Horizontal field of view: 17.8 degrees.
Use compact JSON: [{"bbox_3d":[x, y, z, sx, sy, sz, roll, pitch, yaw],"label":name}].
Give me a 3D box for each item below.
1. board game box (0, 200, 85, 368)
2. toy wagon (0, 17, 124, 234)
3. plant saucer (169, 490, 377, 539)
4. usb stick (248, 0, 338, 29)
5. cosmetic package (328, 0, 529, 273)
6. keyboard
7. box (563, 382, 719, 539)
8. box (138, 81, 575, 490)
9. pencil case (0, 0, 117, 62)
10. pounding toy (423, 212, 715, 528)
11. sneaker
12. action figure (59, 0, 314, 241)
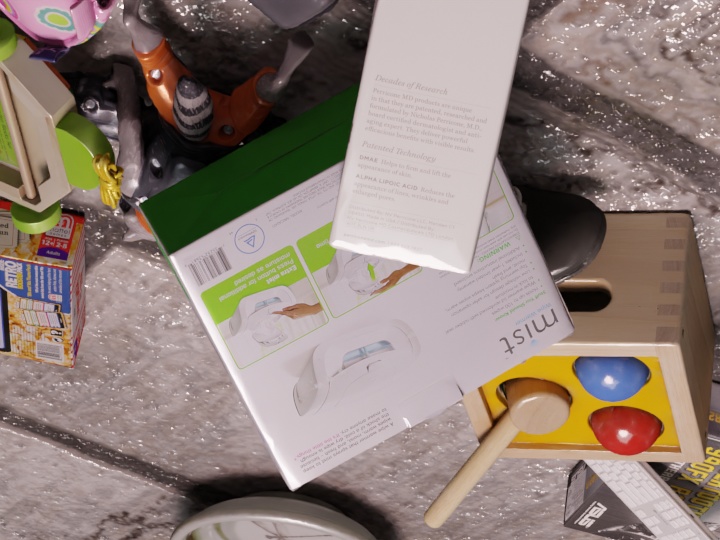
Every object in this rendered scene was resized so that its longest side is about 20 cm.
[{"bbox_3d":[-0.298,0.000,1.646,0.198,0.047,0.152,11,149,-1],"label":"board game box"},{"bbox_3d":[-0.218,-0.092,1.405,0.199,0.040,0.156,22,143,25],"label":"toy wagon"},{"bbox_3d":[-0.061,0.233,1.955,0.198,0.051,0.201,8,150,5],"label":"plant saucer"},{"bbox_3d":[-0.089,-0.199,1.273,0.055,0.033,0.200,-18,139,39],"label":"usb stick"},{"bbox_3d":[0.041,-0.114,1.209,0.080,0.113,0.202,10,109,-1],"label":"cosmetic package"},{"bbox_3d":[0.189,0.145,1.685,0.200,0.011,0.056,47,148,-4],"label":"keyboard"},{"bbox_3d":[0.260,0.156,1.737,0.157,0.049,0.200,17,149,-10],"label":"box"},{"bbox_3d":[0.000,0.000,1.364,0.199,0.097,0.177,-30,117,-5],"label":"box"},{"bbox_3d":[-0.104,-0.193,1.125,0.087,0.200,0.088,28,148,20],"label":"pencil case"},{"bbox_3d":[0.129,0.072,1.545,0.198,0.143,0.185,0,147,16],"label":"pounding toy"},{"bbox_3d":[0.055,-0.031,1.466,0.198,0.075,0.089,-2,149,19],"label":"sneaker"},{"bbox_3d":[-0.129,-0.089,1.403,0.198,0.105,0.194,10,140,-5],"label":"action figure"}]
